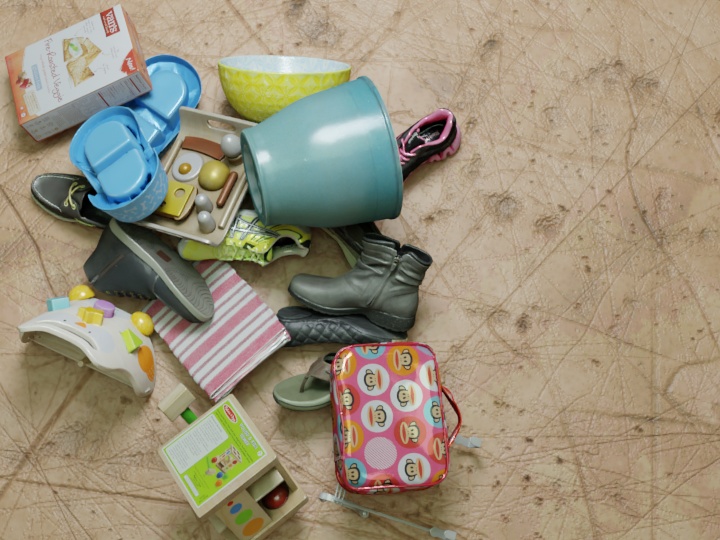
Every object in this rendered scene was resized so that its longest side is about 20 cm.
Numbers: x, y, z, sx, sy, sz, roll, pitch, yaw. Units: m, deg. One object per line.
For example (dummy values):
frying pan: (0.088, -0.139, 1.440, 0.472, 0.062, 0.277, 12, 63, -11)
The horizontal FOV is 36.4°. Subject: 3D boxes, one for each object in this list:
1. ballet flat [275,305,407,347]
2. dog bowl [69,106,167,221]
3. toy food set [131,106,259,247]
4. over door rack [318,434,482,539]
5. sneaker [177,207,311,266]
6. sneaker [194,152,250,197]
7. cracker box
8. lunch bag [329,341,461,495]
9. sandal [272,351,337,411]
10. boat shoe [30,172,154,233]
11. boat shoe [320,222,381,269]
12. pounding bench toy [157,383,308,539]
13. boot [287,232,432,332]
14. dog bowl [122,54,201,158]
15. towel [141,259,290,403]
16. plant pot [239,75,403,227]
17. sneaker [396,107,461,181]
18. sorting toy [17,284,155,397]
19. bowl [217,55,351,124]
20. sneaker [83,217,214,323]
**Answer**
ballet flat: (-0.030, 0.089, 1.593, 0.197, 0.067, 0.057, 6, 119, 1)
dog bowl: (-0.336, -0.147, 1.542, 0.111, 0.050, 0.201, -36, 51, 0)
toy food set: (-0.235, -0.136, 1.559, 0.142, 0.061, 0.202, 15, 64, 17)
over door rack: (0.053, 0.281, 1.533, 0.198, 0.067, 0.149, 17, 76, -3)
sneaker: (-0.164, -0.046, 1.580, 0.198, 0.076, 0.077, -12, 48, -14)
sneaker: (-0.169, -0.140, 1.632, 0.197, 0.074, 0.085, -9, 74, 6)
cracker box: (-0.422, -0.296, 1.641, 0.198, 0.058, 0.135, -23, 63, 4)
lunch bag: (0.049, 0.196, 1.476, 0.174, 0.082, 0.203, -2, 76, -8)
sandal: (-0.032, 0.141, 1.554, 0.199, 0.080, 0.058, -19, 120, -13)
boat shoe: (-0.399, -0.102, 1.621, 0.199, 0.061, 0.072, 20, 77, 4)
boat shoe: (-0.017, -0.075, 1.610, 0.200, 0.065, 0.073, 50, 49, 4)
pounding bench toy: (-0.186, 0.258, 1.497, 0.124, 0.157, 0.200, -37, 53, -8)
boot: (0.000, 0.000, 1.561, 0.198, 0.068, 0.132, 14, 120, 7)
dog bowl: (-0.320, -0.231, 1.661, 0.111, 0.050, 0.201, 34, 77, 7)
towel: (-0.209, 0.076, 1.575, 0.146, 0.030, 0.200, -40, 62, -8)
plant pot: (-0.061, -0.146, 1.502, 0.186, 0.200, 0.202, -15, 76, -11)
sneaker: (0.066, -0.176, 1.631, 0.199, 0.095, 0.079, -38, 81, -8)
sorting toy: (-0.381, 0.094, 1.503, 0.198, 0.180, 0.108, 24, 94, 4)
bowl: (-0.114, -0.252, 1.619, 0.197, 0.200, 0.109, 4, 108, 0)
sneaker: (-0.302, 0.021, 1.574, 0.200, 0.075, 0.106, 44, 115, 7)
